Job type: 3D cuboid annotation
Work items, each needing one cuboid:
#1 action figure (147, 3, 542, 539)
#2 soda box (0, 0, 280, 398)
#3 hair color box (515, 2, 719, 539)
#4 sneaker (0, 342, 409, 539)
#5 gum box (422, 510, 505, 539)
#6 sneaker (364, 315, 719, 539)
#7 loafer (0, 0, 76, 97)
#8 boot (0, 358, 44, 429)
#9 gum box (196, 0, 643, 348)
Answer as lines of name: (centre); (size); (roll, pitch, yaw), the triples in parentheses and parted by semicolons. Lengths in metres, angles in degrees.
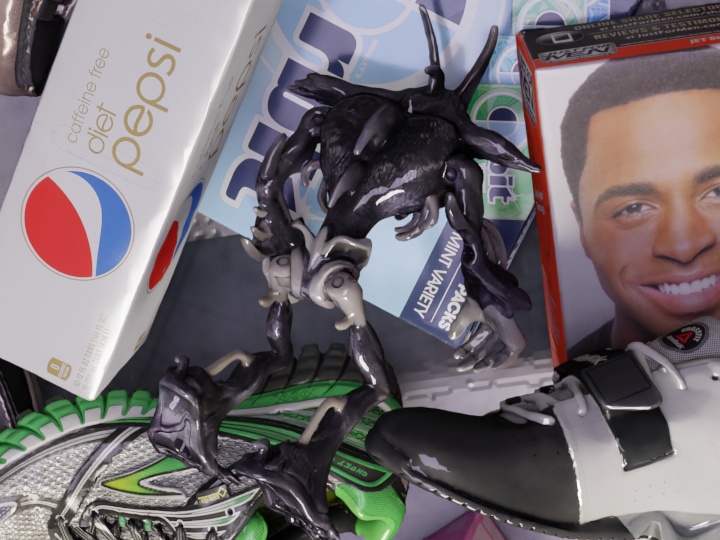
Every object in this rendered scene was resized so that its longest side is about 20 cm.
action figure: (0.000, 0.000, 0.970); (0.119, 0.102, 0.200); (23, 73, 25)
soda box: (-0.089, -0.055, 0.979); (0.064, 0.068, 0.200); (25, 114, 4)
hair color box: (0.123, 0.002, 0.983); (0.101, 0.061, 0.200); (-9, 110, 0)
sneaker: (-0.076, 0.093, 1.028); (0.200, 0.085, 0.078); (-15, 143, 4)
gum box: (0.055, 0.216, 1.062); (0.113, 0.066, 0.200); (-33, 94, 14)
sneaker: (0.098, 0.055, 0.932); (0.200, 0.074, 0.089); (9, 100, -24)
loafer: (-0.114, -0.164, 1.021); (0.063, 0.072, 0.200); (11, 100, 1)
boot: (-0.205, 0.013, 1.023); (0.073, 0.151, 0.200); (-24, 90, 9)
gum box: (-0.007, -0.089, 1.025); (0.200, 0.045, 0.170); (27, 106, 5)
